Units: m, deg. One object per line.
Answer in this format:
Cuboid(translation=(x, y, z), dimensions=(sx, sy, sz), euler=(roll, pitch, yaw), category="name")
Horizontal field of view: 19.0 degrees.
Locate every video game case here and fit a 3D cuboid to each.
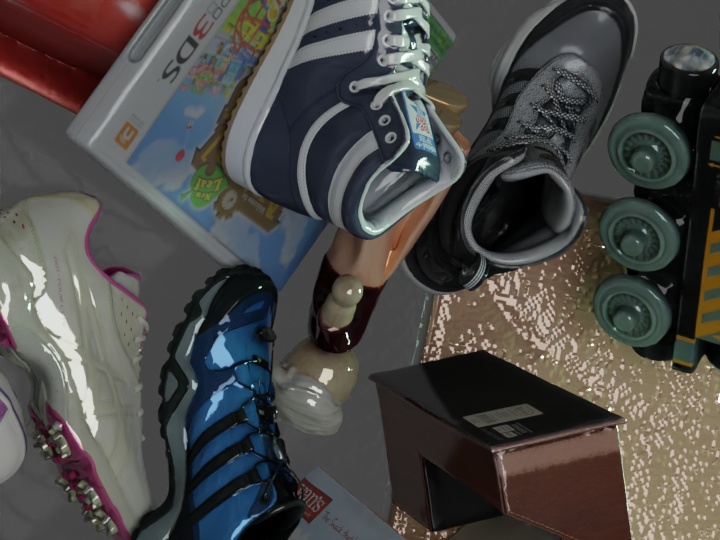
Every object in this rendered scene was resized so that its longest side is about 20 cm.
Cuboid(translation=(-0.043, -0.097, 1.103), dimensions=(0.183, 0.022, 0.200), euler=(-55, 146, -5), category="video game case")

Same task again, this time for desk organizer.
Cuboid(translation=(0.072, 0.102, 1.127), dimensions=(0.071, 0.200, 0.078), euler=(-11, 100, -15), category="desk organizer")

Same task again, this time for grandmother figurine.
Cuboid(translation=(0.000, 0.000, 1.142), dimensions=(0.060, 0.121, 0.201), euler=(25, 112, 8), category="grandmother figurine")

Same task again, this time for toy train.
Cuboid(translation=(0.193, -0.026, 1.165), dimensions=(0.085, 0.113, 0.201), euler=(-49, 148, -46), category="toy train")

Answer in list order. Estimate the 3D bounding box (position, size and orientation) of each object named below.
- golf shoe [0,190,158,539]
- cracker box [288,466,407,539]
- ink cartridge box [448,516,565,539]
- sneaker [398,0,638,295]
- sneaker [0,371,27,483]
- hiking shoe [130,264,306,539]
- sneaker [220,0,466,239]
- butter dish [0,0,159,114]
Cuboid(translation=(-0.139, 0.051, 1.127), dimensions=(0.091, 0.075, 0.201), euler=(-31, 108, -22), category="golf shoe")
Cuboid(translation=(-0.050, 0.211, 1.132), dimensions=(0.200, 0.134, 0.058), euler=(-46, 118, -7), category="cracker box")
Cuboid(translation=(0.108, 0.251, 1.189), dimensions=(0.128, 0.125, 0.200), euler=(-40, 105, -9), category="ink cartridge box")
Cuboid(translation=(0.101, -0.068, 1.162), dimensions=(0.075, 0.114, 0.201), euler=(36, 85, -17), category="sneaker")
Cuboid(translation=(-0.237, 0.066, 1.033), dimensions=(0.073, 0.115, 0.200), euler=(-39, 124, 13), category="sneaker")
Cuboid(translation=(-0.060, 0.099, 1.117), dimensions=(0.086, 0.074, 0.202), euler=(9, 87, 28), category="hiking shoe")
Cuboid(translation=(0.015, -0.113, 1.049), dimensions=(0.070, 0.108, 0.201), euler=(10, 108, -54), category="sneaker")
Cuboid(translation=(-0.125, -0.185, 1.068), dimensions=(0.199, 0.148, 0.201), euler=(27, 87, -18), category="butter dish")
